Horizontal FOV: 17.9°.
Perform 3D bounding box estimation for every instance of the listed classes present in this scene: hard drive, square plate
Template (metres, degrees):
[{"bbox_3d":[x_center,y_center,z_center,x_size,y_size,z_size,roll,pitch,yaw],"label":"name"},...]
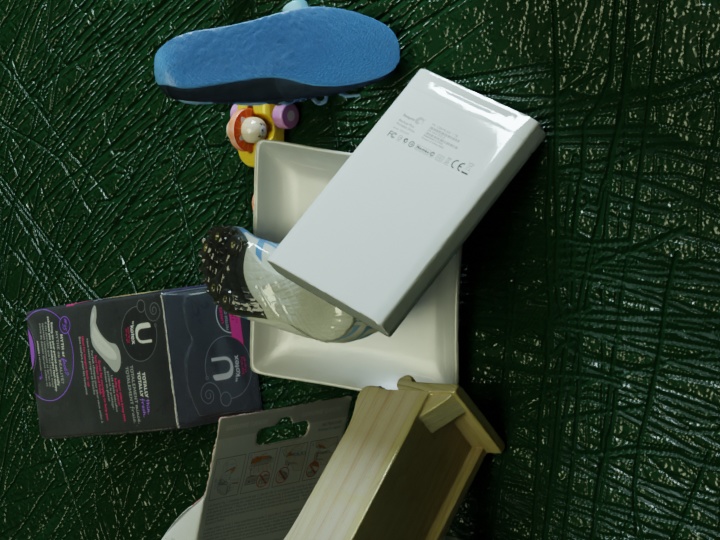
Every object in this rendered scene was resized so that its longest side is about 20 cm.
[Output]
[{"bbox_3d":[0.035,-0.055,1.766,0.132,0.027,0.200,29,74,39],"label":"hard drive"},{"bbox_3d":[0.000,0.000,1.860,0.199,0.028,0.199,9,103,29],"label":"square plate"}]

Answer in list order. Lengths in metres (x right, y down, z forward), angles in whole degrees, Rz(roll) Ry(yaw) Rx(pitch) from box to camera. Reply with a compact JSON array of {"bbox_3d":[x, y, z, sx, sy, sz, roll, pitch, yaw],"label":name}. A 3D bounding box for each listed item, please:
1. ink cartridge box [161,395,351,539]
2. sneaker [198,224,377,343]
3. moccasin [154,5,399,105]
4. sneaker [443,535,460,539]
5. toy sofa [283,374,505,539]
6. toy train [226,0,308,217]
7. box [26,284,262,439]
[{"bbox_3d":[-0.093,0.199,1.910,0.050,0.160,0.201,23,110,39],"label":"ink cartridge box"},{"bbox_3d":[-0.056,0.013,1.846,0.199,0.072,0.072,22,101,41],"label":"sneaker"},{"bbox_3d":[-0.068,-0.174,1.864,0.068,0.199,0.081,95,174,-74],"label":"moccasin"},{"bbox_3d":[0.043,0.247,1.818,0.199,0.080,0.079,4,53,40],"label":"sneaker"},{"bbox_3d":[0.021,0.185,1.768,0.097,0.083,0.201,-1,50,42],"label":"toy sofa"},{"bbox_3d":[-0.059,-0.118,1.923,0.150,0.055,0.201,-32,70,43],"label":"toy train"},{"bbox_3d":[-0.195,0.082,2.044,0.199,0.106,0.123,-7,90,46],"label":"box"}]
